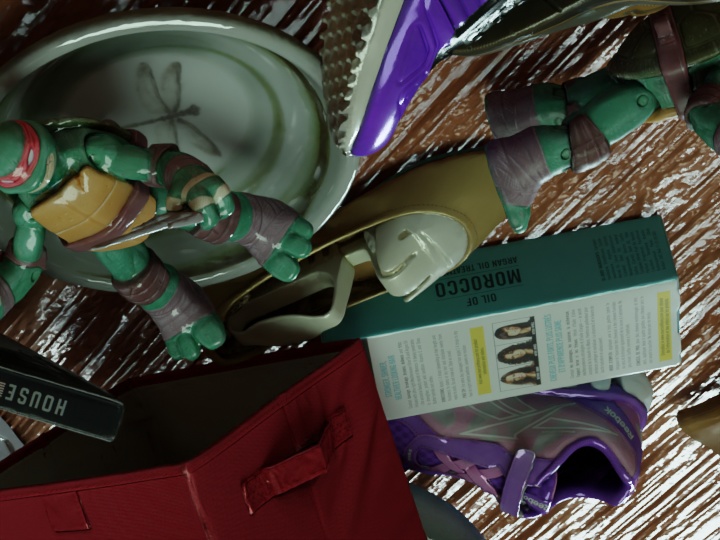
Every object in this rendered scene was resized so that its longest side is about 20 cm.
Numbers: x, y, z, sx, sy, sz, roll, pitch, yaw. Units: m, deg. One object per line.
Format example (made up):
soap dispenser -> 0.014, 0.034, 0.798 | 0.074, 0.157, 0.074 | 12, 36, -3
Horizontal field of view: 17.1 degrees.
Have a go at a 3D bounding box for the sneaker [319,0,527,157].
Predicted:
sneaker -> 0.048, -0.133, 1.078 | 0.099, 0.070, 0.201 | 9, 121, -17

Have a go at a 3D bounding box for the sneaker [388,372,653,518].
sneaker -> 0.080, 0.102, 1.401 | 0.199, 0.089, 0.081 | 0, 143, -9

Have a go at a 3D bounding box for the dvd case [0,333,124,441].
dvd case -> -0.223, 0.036, 1.196 | 0.150, 0.200, 0.025 | 19, 89, -31

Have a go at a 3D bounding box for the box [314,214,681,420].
box -> 0.078, 0.029, 1.340 | 0.199, 0.049, 0.083 | -10, 141, 0

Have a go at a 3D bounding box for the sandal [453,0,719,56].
sandal -> 0.122, -0.144, 1.119 | 0.199, 0.082, 0.055 | -19, 164, 18

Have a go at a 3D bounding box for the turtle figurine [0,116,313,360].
turtle figurine -> -0.118, -0.023, 1.116 | 0.149, 0.101, 0.200 | -26, 152, 28

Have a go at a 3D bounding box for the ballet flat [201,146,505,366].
ballet flat -> 0.000, 0.000, 1.275 | 0.199, 0.063, 0.069 | -24, 133, 16

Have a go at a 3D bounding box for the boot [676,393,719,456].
boot -> 0.275, 0.046, 1.415 | 0.199, 0.069, 0.188 | -25, 147, 29

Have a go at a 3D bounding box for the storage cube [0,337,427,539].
storage cube -> -0.080, 0.159, 1.277 | 0.199, 0.171, 0.181 | -10, 104, 36

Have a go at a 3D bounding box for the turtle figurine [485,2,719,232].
turtle figurine -> 0.161, -0.084, 1.173 | 0.199, 0.150, 0.101 | -17, 97, 12

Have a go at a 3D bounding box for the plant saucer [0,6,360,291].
plant saucer -> -0.100, -0.069, 1.181 | 0.199, 0.050, 0.201 | -6, 141, -5

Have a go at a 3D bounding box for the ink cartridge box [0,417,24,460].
ink cartridge box -> -0.292, 0.153, 1.384 | 0.199, 0.084, 0.145 | -19, 141, 10

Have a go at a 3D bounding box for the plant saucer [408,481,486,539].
plant saucer -> 0.003, 0.149, 1.434 | 0.200, 0.039, 0.201 | 17, 164, 5
